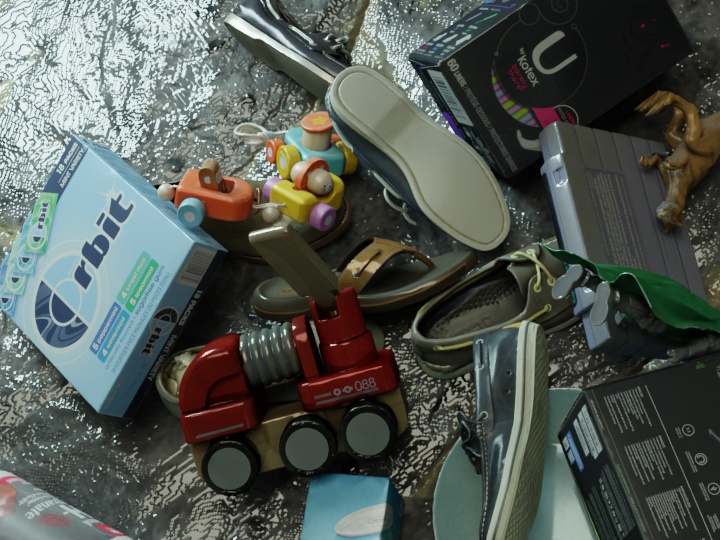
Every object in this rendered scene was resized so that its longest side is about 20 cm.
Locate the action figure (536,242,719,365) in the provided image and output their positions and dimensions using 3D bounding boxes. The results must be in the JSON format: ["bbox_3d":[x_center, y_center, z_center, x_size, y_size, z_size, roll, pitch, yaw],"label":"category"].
[{"bbox_3d":[0.228,0.033,1.193,0.118,0.200,0.055,40,106,45],"label":"action figure"}]

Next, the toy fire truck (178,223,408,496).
[{"bbox_3d":[-0.067,0.063,1.256,0.175,0.129,0.201,-14,97,5],"label":"toy fire truck"}]

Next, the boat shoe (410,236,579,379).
[{"bbox_3d":[0.132,0.020,1.321,0.201,0.060,0.072,-31,61,-2],"label":"boat shoe"}]

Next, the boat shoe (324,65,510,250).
[{"bbox_3d":[0.046,-0.090,1.365,0.200,0.062,0.075,40,72,1],"label":"boat shoe"}]

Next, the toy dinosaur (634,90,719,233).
[{"bbox_3d":[0.288,-0.111,1.340,0.106,0.060,0.200,49,65,-10],"label":"toy dinosaur"}]

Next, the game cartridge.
[{"bbox_3d":[0.216,-0.023,1.291,0.129,0.038,0.201,5,60,-29],"label":"game cartridge"}]

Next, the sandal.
[{"bbox_3d":[0.000,0.000,1.351,0.199,0.082,0.055,-6,108,17],"label":"sandal"}]

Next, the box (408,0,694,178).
[{"bbox_3d":[0.162,-0.187,1.361,0.200,0.106,0.122,-35,107,-5],"label":"box"}]

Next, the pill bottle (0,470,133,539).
[{"bbox_3d":[-0.239,0.250,1.273,0.200,0.111,0.111,23,72,22],"label":"pill bottle"}]

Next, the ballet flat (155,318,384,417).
[{"bbox_3d":[-0.078,0.079,1.343,0.199,0.064,0.068,-17,61,5],"label":"ballet flat"}]

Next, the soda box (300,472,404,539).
[{"bbox_3d":[-0.015,0.263,1.237,0.068,0.064,0.201,2,66,15],"label":"soda box"}]

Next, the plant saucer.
[{"bbox_3d":[0.158,0.192,1.244,0.200,0.039,0.202,-6,64,12],"label":"plant saucer"}]

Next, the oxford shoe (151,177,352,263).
[{"bbox_3d":[-0.109,-0.051,1.406,0.199,0.075,0.071,-6,63,11],"label":"oxford shoe"}]

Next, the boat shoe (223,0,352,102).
[{"bbox_3d":[-0.042,-0.205,1.468,0.200,0.073,0.063,35,80,31],"label":"boat shoe"}]

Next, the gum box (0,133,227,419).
[{"bbox_3d":[-0.225,0.002,1.372,0.200,0.044,0.170,40,104,38],"label":"gum box"}]

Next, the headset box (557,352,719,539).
[{"bbox_3d":[0.274,0.155,1.168,0.199,0.093,0.175,-15,66,-13],"label":"headset box"}]

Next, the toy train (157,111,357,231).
[{"bbox_3d":[-0.080,-0.096,1.370,0.150,0.056,0.200,15,31,8],"label":"toy train"}]

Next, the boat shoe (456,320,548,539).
[{"bbox_3d":[0.107,0.132,1.225,0.062,0.075,0.201,-3,59,18],"label":"boat shoe"}]
